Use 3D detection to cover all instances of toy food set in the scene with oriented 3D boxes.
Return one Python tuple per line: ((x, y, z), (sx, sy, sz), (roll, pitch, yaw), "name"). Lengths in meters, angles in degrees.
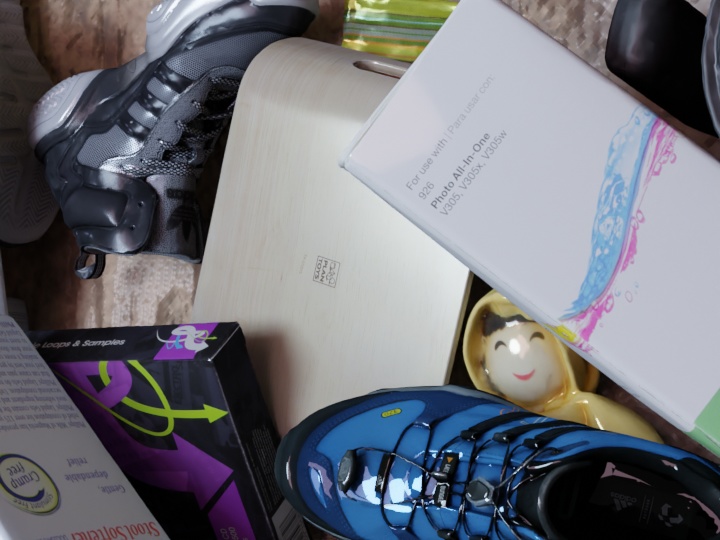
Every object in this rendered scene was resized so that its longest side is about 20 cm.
((0.000, 0.000, 0.789), (0.143, 0.060, 0.202), (18, 101, 29), "toy food set")

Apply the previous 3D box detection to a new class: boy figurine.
((0.088, 0.100, 0.722), (0.124, 0.064, 0.202), (-9, 80, 35), "boy figurine")

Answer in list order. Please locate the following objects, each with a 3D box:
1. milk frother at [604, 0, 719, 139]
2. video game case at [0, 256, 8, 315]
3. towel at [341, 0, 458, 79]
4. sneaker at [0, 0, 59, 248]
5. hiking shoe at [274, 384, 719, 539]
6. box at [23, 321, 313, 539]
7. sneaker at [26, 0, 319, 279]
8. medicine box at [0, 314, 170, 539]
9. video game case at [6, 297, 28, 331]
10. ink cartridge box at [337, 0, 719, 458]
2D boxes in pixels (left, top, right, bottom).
((0.207, -0.111, 0.600), (0.180, 0.188, 0.201), (35, 101, 31), "milk frother")
((-0.256, -0.061, 0.927), (0.181, 0.024, 0.202), (18, 117, 47), "video game case")
((0.013, -0.036, 0.819), (0.086, 0.018, 0.202), (7, 87, 35), "towel")
((-0.236, -0.093, 0.968), (0.112, 0.077, 0.201), (-29, 67, 38), "sneaker")
((0.060, 0.081, 0.652), (0.198, 0.087, 0.075), (5, 79, 10), "hiking shoe")
((-0.129, 0.097, 0.821), (0.199, 0.036, 0.144), (-3, 119, 29), "box")
((-0.089, -0.068, 0.860), (0.199, 0.075, 0.115), (-27, 69, 33), "sneaker")
((-0.187, 0.150, 0.728), (0.182, 0.103, 0.200), (-47, 68, 19), "medicine box")
((-0.263, 0.130, 0.972), (0.199, 0.022, 0.184), (-19, 73, 30), "video game case")
((0.099, -0.010, 0.635), (0.199, 0.145, 0.088), (36, 93, 6), "ink cartridge box")
